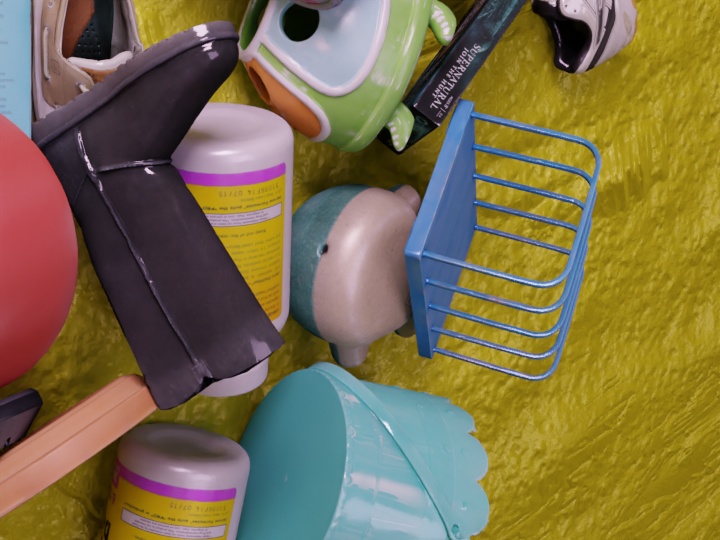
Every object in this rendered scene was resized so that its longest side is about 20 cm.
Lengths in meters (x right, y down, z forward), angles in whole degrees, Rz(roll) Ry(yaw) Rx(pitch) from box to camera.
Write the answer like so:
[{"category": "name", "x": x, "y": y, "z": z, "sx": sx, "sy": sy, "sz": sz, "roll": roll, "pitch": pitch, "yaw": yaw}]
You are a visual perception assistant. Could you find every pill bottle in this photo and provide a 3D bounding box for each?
[{"category": "pill bottle", "x": -0.153, "y": 0.229, "z": 0.926, "sx": 0.104, "sy": 0.104, "sz": 0.202, "roll": 6, "pitch": 100, "yaw": -39}, {"category": "pill bottle", "x": -0.103, "y": -0.013, "z": 0.873, "sx": 0.104, "sy": 0.104, "sz": 0.202, "roll": -15, "pitch": 120, "yaw": -34}]

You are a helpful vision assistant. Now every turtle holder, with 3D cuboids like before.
[{"category": "turtle holder", "x": -0.010, "y": -0.187, "z": 0.882, "sx": 0.131, "sy": 0.141, "sz": 0.186, "roll": 20, "pitch": 118, "yaw": -21}]

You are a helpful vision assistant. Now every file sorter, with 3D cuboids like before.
[{"category": "file sorter", "x": 0.118, "y": -0.015, "z": 0.962, "sx": 0.200, "sy": 0.122, "sz": 0.140, "roll": 76, "pitch": 31, "yaw": -63}]

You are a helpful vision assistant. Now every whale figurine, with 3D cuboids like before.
[{"category": "whale figurine", "x": 0.000, "y": 0.000, "z": 0.996, "sx": 0.200, "sy": 0.103, "sz": 0.160, "roll": 24, "pitch": 85, "yaw": -64}]

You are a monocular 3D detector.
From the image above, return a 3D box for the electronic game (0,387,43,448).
[{"category": "electronic game", "x": -0.291, "y": 0.119, "z": 0.733, "sx": 0.199, "sy": 0.200, "sz": 0.042, "roll": -24, "pitch": 90, "yaw": -30}]

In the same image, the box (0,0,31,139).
[{"category": "box", "x": -0.249, "y": -0.086, "z": 0.767, "sx": 0.049, "sy": 0.082, "sz": 0.202, "roll": -7, "pitch": 108, "yaw": -35}]

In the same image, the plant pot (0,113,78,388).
[{"category": "plant pot", "x": -0.280, "y": 0.006, "z": 0.657, "sx": 0.177, "sy": 0.198, "sz": 0.203, "roll": -58, "pitch": 149, "yaw": -74}]

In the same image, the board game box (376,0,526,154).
[{"category": "board game box", "x": 0.092, "y": -0.190, "z": 0.971, "sx": 0.028, "sy": 0.135, "sz": 0.201, "roll": 36, "pitch": 80, "yaw": -6}]

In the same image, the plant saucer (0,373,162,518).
[{"category": "plant saucer", "x": -0.217, "y": 0.126, "z": 0.797, "sx": 0.200, "sy": 0.200, "sz": 0.032, "roll": -34, "pitch": 94, "yaw": -25}]

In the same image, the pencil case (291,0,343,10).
[{"category": "pencil case", "x": 0.003, "y": -0.273, "z": 0.810, "sx": 0.090, "sy": 0.083, "sz": 0.201, "roll": 37, "pitch": 73, "yaw": -5}]

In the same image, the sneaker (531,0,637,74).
[{"category": "sneaker", "x": 0.189, "y": -0.267, "z": 1.057, "sx": 0.088, "sy": 0.075, "sz": 0.201, "roll": -39, "pitch": 124, "yaw": -22}]

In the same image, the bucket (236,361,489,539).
[{"category": "bucket", "x": -0.008, "y": 0.180, "z": 0.967, "sx": 0.134, "sy": 0.207, "sz": 0.209, "roll": 20, "pitch": 91, "yaw": -32}]

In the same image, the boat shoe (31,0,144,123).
[{"category": "boat shoe", "x": -0.187, "y": -0.139, "z": 0.808, "sx": 0.074, "sy": 0.068, "sz": 0.202, "roll": -22, "pitch": 117, "yaw": -32}]

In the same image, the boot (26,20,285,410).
[{"category": "boot", "x": -0.104, "y": -0.032, "z": 0.750, "sx": 0.201, "sy": 0.164, "sz": 0.066, "roll": 65, "pitch": 27, "yaw": 2}]
